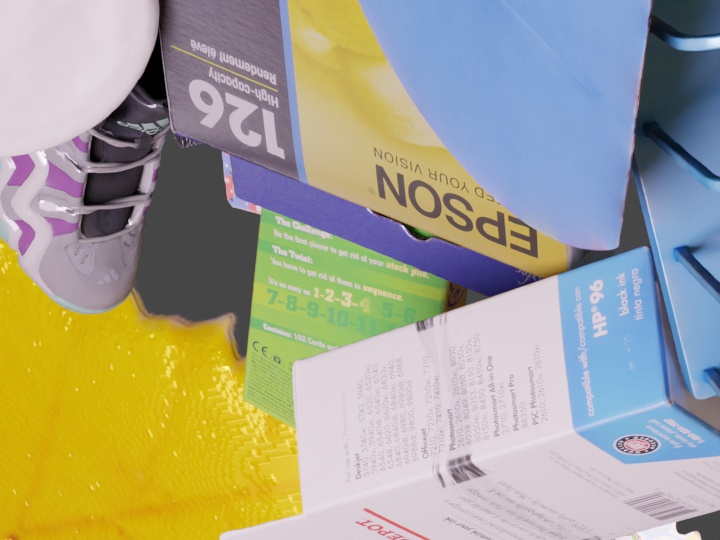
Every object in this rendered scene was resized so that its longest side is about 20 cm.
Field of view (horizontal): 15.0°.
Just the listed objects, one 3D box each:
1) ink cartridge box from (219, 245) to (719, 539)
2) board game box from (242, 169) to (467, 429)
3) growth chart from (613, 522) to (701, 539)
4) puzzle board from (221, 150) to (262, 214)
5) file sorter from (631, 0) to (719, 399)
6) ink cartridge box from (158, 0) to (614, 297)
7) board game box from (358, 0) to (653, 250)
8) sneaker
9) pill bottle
[{"bbox_3d":[0.054,0.065,1.062,0.200,0.116,0.068,-19,61,28],"label":"ink cartridge box"},{"bbox_3d":[0.000,0.000,1.172,0.095,0.030,0.200,28,137,22],"label":"board game box"},{"bbox_3d":[0.072,0.120,1.140,0.145,0.018,0.200,-29,80,28],"label":"growth chart"},{"bbox_3d":[-0.010,-0.104,1.152,0.151,0.017,0.200,15,122,37],"label":"puzzle board"},{"bbox_3d":[0.164,-0.055,0.894,0.123,0.139,0.200,-119,13,-75],"label":"file sorter"},{"bbox_3d":[0.007,-0.068,1.053,0.197,0.047,0.200,22,134,30],"label":"ink cartridge box"},{"bbox_3d":[0.055,-0.103,0.894,0.158,0.039,0.200,49,156,30],"label":"board game box"},{"bbox_3d":[-0.106,-0.061,1.202,0.140,0.078,0.200,23,128,50],"label":"sneaker"},{"bbox_3d":[-0.162,-0.144,1.114,0.200,0.116,0.117,-120,32,-47],"label":"pill bottle"}]
